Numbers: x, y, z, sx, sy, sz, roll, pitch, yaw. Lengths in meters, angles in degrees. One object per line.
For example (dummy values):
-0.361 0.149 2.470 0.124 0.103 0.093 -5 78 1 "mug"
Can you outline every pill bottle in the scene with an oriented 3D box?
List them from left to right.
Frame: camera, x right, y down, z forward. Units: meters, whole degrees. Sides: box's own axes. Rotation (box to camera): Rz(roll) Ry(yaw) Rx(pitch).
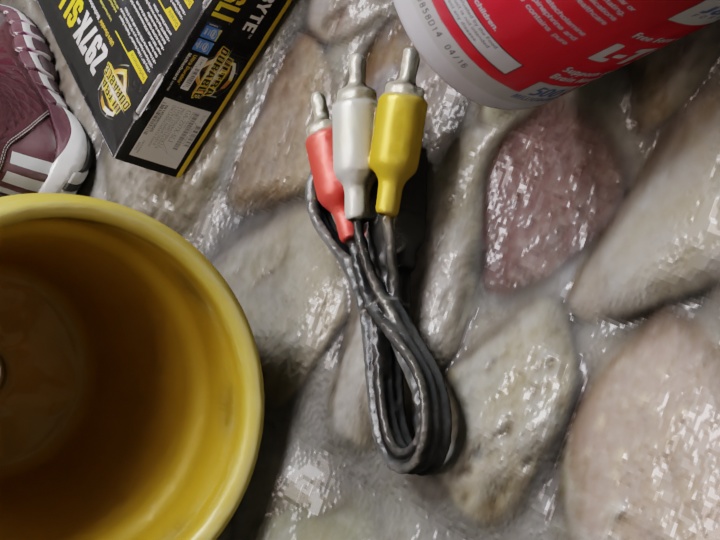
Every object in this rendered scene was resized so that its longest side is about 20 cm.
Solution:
0.112 -0.147 0.988 0.200 0.112 0.112 -24 59 46 "pill bottle"

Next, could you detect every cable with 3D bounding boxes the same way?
0.000 0.000 1.129 0.097 0.050 0.200 -23 59 47 "cable"

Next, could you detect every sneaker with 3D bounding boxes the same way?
-0.238 -0.111 1.422 0.076 0.115 0.200 -60 39 18 "sneaker"

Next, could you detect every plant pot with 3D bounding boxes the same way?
-0.171 0.060 1.225 0.189 0.200 0.201 9 84 68 "plant pot"

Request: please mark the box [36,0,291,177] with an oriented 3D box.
-0.109 -0.175 1.336 0.160 0.049 0.200 -57 40 25 "box"
